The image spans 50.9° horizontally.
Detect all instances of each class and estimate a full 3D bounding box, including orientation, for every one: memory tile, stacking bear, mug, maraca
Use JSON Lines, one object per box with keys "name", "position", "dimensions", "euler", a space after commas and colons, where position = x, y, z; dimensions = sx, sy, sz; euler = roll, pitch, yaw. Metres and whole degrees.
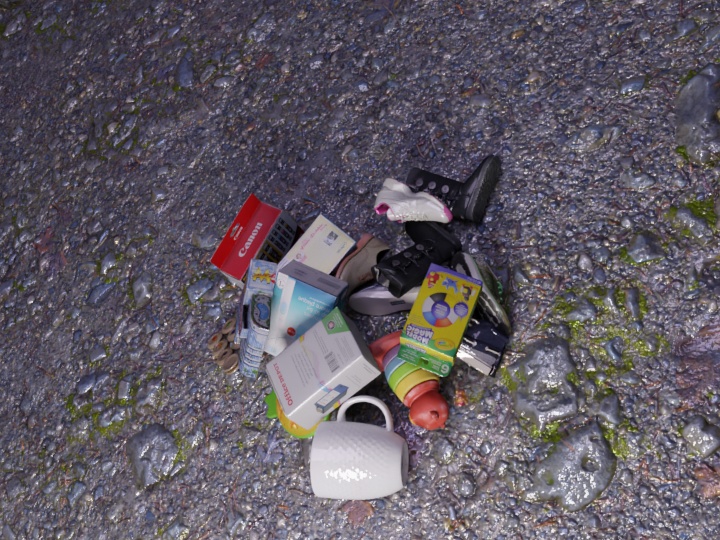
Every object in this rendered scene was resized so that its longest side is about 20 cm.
{"name": "memory tile", "position": [-0.291, 0.157, 1.795], "dimensions": [0.153, 0.017, 0.200], "euler": [-46, 30, -7]}
{"name": "stacking bear", "position": [0.111, 0.232, 1.540], "dimensions": [0.113, 0.122, 0.202], "euler": [-29, 57, 0]}
{"name": "mug", "position": [0.004, 0.351, 1.500], "dimensions": [0.172, 0.148, 0.204], "euler": [0, 82, 14]}
{"name": "maraca", "position": [-0.137, 0.286, 1.646], "dimensions": [0.198, 0.107, 0.139], "euler": [14, 78, 43]}

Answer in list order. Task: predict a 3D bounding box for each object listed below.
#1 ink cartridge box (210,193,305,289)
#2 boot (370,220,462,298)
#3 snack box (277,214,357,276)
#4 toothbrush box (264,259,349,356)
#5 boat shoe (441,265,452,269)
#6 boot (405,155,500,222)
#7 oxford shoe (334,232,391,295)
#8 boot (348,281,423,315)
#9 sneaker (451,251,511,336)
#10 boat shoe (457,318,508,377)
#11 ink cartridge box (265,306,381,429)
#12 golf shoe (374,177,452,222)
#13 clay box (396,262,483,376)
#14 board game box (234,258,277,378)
{"name": "ink cartridge box", "position": [-0.245, -0.054, 1.835], "dimensions": [0.083, 0.176, 0.202], "euler": [21, 77, 34]}
{"name": "boot", "position": [0.099, -0.035, 1.653], "dimensions": [0.199, 0.066, 0.164], "euler": [-35, 43, -27]}
{"name": "snack box", "position": [-0.111, -0.019, 1.753], "dimensions": [0.116, 0.037, 0.201], "euler": [38, 82, 19]}
{"name": "toothbrush box", "position": [-0.124, 0.102, 1.660], "dimensions": [0.145, 0.085, 0.203], "euler": [23, 117, 13]}
{"name": "boat shoe", "position": [0.178, 0.086, 1.609], "dimensions": [0.068, 0.057, 0.203], "euler": [-7, 63, 25]}
{"name": "boot", "position": [0.205, -0.204, 1.738], "dimensions": [0.198, 0.066, 0.167], "euler": [16, 72, 38]}
{"name": "oxford shoe", "position": [0.000, 0.000, 1.722], "dimensions": [0.073, 0.071, 0.201], "euler": [24, 62, 19]}
{"name": "boot", "position": [0.072, 0.040, 1.693], "dimensions": [0.197, 0.073, 0.091], "euler": [-6, 48, 23]}
{"name": "sneaker", "position": [0.272, 0.040, 1.575], "dimensions": [0.087, 0.077, 0.202], "euler": [-17, 70, -26]}
{"name": "boat shoe", "position": [0.205, 0.127, 1.531], "dimensions": [0.198, 0.075, 0.094], "euler": [31, 87, 5]}
{"name": "ink cartridge box", "position": [-0.078, 0.198, 1.530], "dimensions": [0.199, 0.088, 0.146], "euler": [-38, 48, 6]}
{"name": "golf shoe", "position": [0.114, -0.134, 1.678], "dimensions": [0.198, 0.075, 0.092], "euler": [27, 75, 38]}
{"name": "clay box", "position": [0.155, 0.096, 1.487], "dimensions": [0.113, 0.048, 0.202], "euler": [19, 66, 14]}
{"name": "board game box", "position": [-0.229, 0.088, 1.630], "dimensions": [0.061, 0.202, 0.202], "euler": [9, 38, -12]}
